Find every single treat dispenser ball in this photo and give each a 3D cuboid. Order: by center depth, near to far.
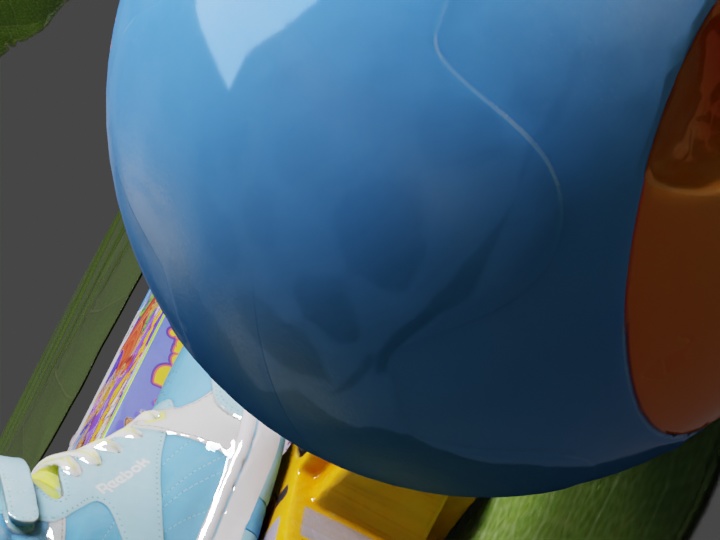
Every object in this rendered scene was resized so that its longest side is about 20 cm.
[{"bbox_3d":[0.033,-0.042,0.502,0.202,0.200,0.201,-58,12,19],"label":"treat dispenser ball"}]

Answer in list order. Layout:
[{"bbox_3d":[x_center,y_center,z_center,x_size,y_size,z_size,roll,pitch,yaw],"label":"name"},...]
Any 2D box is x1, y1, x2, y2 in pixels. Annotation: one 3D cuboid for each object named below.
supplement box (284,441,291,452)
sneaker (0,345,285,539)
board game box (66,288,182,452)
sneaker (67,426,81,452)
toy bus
[{"bbox_3d":[-0.093,0.141,1.013,0.200,0.061,0.109,-48,17,48],"label":"supplement box"},{"bbox_3d":[-0.102,0.077,0.685,0.080,0.130,0.201,-54,17,41],"label":"sneaker"},{"bbox_3d":[-0.103,0.060,0.987,0.135,0.045,0.201,-48,15,50],"label":"board game box"},{"bbox_3d":[-0.174,0.151,1.363,0.113,0.077,0.200,-62,0,24],"label":"sneaker"},{"bbox_3d":[-0.025,0.127,0.718,0.201,0.065,0.079,-55,14,34],"label":"toy bus"}]
